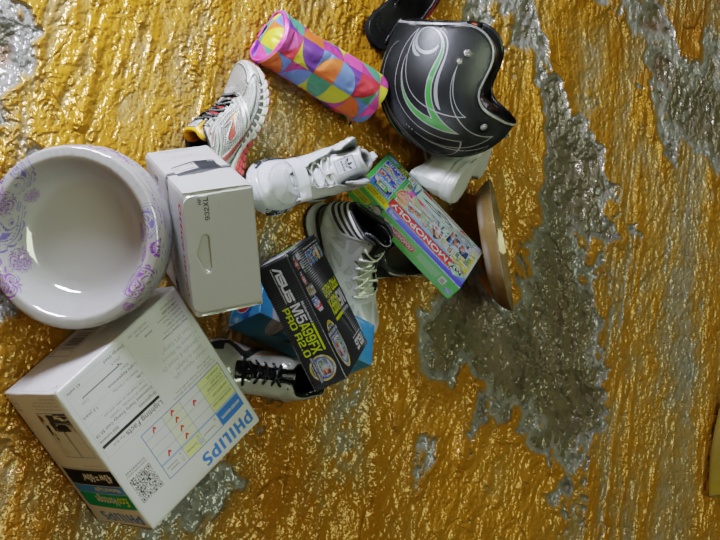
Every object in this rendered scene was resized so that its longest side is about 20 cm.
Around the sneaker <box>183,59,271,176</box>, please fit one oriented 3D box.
[{"bbox_3d":[-0.175,-0.181,1.548,0.082,0.078,0.201,29,68,-34],"label":"sneaker"}]

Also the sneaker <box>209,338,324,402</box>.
[{"bbox_3d":[-0.129,0.128,1.562,0.199,0.080,0.074,10,81,-38],"label":"sneaker"}]

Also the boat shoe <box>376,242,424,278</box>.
[{"bbox_3d":[0.086,-0.024,1.771,0.200,0.060,0.076,-18,98,-40],"label":"boat shoe"}]

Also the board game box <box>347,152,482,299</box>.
[{"bbox_3d":[0.080,-0.065,1.712,0.200,0.029,0.135,46,29,-4],"label":"board game box"}]

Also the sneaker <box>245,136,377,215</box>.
[{"bbox_3d":[-0.060,-0.127,1.584,0.200,0.115,0.075,-19,90,-61],"label":"sneaker"}]

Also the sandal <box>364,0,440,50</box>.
[{"bbox_3d":[0.079,-0.397,1.806,0.075,0.045,0.200,52,56,-24],"label":"sandal"}]

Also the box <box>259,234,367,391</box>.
[{"bbox_3d":[-0.055,0.046,1.488,0.161,0.044,0.200,64,11,-4],"label":"box"}]

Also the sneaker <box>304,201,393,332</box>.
[{"bbox_3d":[0.000,0.000,1.658,0.076,0.115,0.201,-29,106,-38],"label":"sneaker"}]

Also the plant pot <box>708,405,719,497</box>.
[{"bbox_3d":[0.770,0.322,2.257,0.199,0.200,0.177,13,66,-39],"label":"plant pot"}]

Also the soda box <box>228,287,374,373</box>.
[{"bbox_3d":[-0.076,0.074,1.611,0.200,0.068,0.064,27,54,-36],"label":"soda box"}]

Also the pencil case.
[{"bbox_3d":[-0.055,-0.274,1.660,0.200,0.088,0.089,29,68,-37],"label":"pencil case"}]

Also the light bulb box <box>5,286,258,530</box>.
[{"bbox_3d":[-0.260,0.158,1.415,0.198,0.125,0.200,-45,115,-35],"label":"light bulb box"}]

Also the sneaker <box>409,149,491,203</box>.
[{"bbox_3d":[0.139,-0.171,1.828,0.200,0.088,0.076,-42,149,-55],"label":"sneaker"}]

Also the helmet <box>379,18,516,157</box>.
[{"bbox_3d":[0.125,-0.258,1.736,0.199,0.200,0.192,-9,108,-41],"label":"helmet"}]

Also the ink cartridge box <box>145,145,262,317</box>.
[{"bbox_3d":[-0.184,-0.051,1.421,0.083,0.200,0.146,-10,111,-18],"label":"ink cartridge box"}]

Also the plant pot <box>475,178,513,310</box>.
[{"bbox_3d":[0.200,-0.037,1.829,0.200,0.027,0.201,-9,90,-80],"label":"plant pot"}]

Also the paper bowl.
[{"bbox_3d":[-0.308,-0.040,1.366,0.104,0.200,0.202,-34,115,-81],"label":"paper bowl"}]
